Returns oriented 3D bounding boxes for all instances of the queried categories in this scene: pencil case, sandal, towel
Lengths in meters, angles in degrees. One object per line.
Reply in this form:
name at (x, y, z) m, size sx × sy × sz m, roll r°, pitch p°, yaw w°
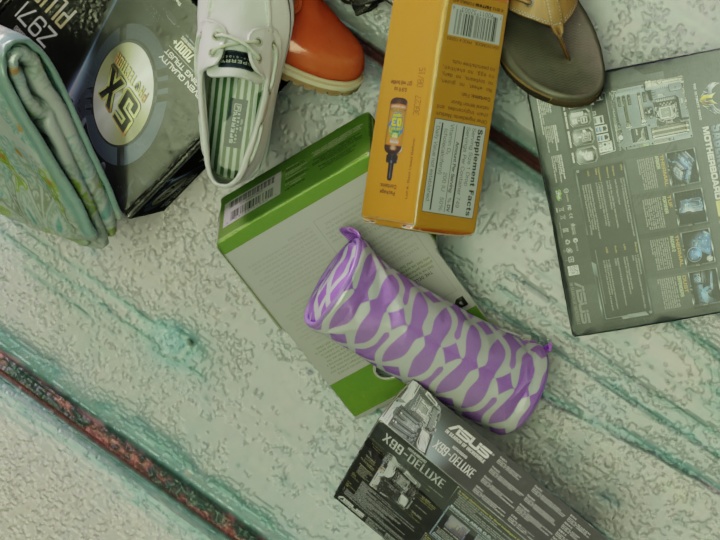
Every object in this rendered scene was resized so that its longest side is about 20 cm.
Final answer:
pencil case at (0.055, 0.050, 1.687) m, size 0.200 × 0.084 × 0.086 m, roll 30°, pitch 80°, yaw -18°
sandal at (0.137, -0.219, 1.663) m, size 0.082 × 0.055 × 0.200 m, roll -5°, pitch 73°, yaw -7°
towel at (-0.280, -0.115, 1.733) m, size 0.171 × 0.048 × 0.200 m, roll 20°, pitch 142°, yaw 45°

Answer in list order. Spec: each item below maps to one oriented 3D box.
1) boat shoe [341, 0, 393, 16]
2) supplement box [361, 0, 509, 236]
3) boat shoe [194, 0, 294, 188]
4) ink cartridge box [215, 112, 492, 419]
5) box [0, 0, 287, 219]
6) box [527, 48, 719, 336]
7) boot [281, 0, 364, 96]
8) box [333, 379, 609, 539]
boat shoe at (0.017, -0.225, 1.721) m, size 0.200 × 0.070 × 0.066 m, roll 30°, pitch 101°, yaw 2°
supplement box at (0.057, -0.128, 1.643) m, size 0.066 × 0.069 × 0.200 m, roll 12°, pitch 92°, yaw 53°
boat shoe at (-0.088, -0.158, 1.657) m, size 0.073 × 0.067 × 0.200 m, roll 1°, pitch 108°, yaw 4°
ink cartridge box at (0.000, 0.000, 1.746) m, size 0.148 × 0.076 × 0.200 m, roll -29°, pitch 116°, yaw 15°
box at (-0.185, -0.171, 1.765) m, size 0.164 × 0.086 × 0.200 m, roll -44°, pitch 84°, yaw 15°
box at (0.224, -0.059, 1.689) m, size 0.157 × 0.051 × 0.200 m, roll -11°, pitch 92°, yaw 16°
boot at (-0.059, -0.224, 1.696) m, size 0.200 × 0.075 × 0.107 m, roll 43°, pitch 128°, yaw -5°
box at (0.083, 0.193, 1.702) m, size 0.200 × 0.158 × 0.050 m, roll 39°, pitch 59°, yaw 8°
